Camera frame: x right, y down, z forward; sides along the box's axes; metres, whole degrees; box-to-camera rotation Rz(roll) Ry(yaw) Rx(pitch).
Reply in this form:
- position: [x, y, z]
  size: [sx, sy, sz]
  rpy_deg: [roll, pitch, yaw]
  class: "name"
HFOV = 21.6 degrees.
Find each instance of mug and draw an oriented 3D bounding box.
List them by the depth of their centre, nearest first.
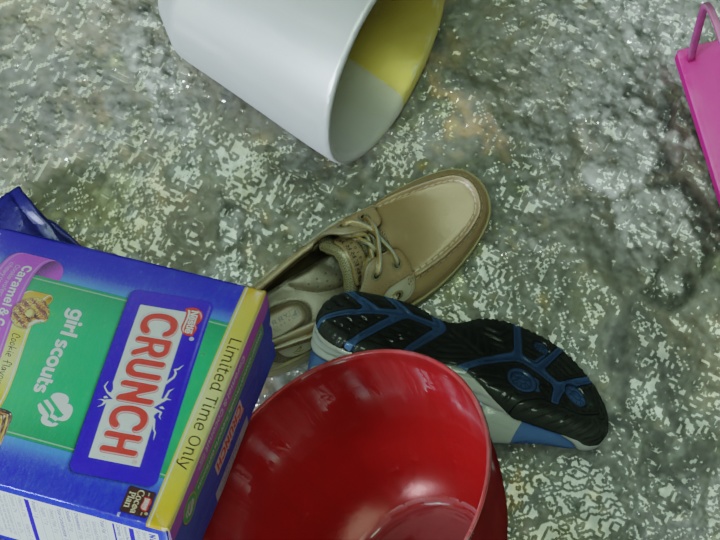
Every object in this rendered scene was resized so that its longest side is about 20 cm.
- position: [-0.038, -0.171, 1.236]
  size: [0.153, 0.187, 0.150]
  rpy_deg: [26, 112, 17]
  class: "mug"

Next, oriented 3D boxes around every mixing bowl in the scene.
- position: [0.011, 0.158, 1.113]
  size: [0.200, 0.108, 0.201]
  rpy_deg: [-20, 47, 23]
  class: "mixing bowl"

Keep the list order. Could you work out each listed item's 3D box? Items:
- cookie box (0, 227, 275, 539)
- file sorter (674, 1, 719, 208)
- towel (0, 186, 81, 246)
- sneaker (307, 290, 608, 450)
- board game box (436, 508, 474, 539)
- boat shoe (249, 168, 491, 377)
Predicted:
- position: [-0.172, 0.075, 1.121]
  size: [0.199, 0.075, 0.171]
  rpy_deg: [13, 57, 11]
  class: "cookie box"
- position: [0.319, -0.117, 1.189]
  size: [0.199, 0.125, 0.139]
  rpy_deg: [-15, 76, 0]
  class: "file sorter"
- position: [-0.247, 0.061, 1.225]
  size: [0.200, 0.050, 0.148]
  rpy_deg: [-41, 71, -6]
  class: "towel"
- position: [0.060, 0.075, 1.196]
  size: [0.199, 0.077, 0.076]
  rpy_deg: [19, 36, -6]
  class: "sneaker"
- position: [0.056, 0.271, 1.156]
  size: [0.152, 0.045, 0.200]
  rpy_deg: [39, 83, 11]
  class: "board game box"
- position: [0.000, 0.000, 1.212]
  size: [0.200, 0.065, 0.071]
  rpy_deg: [-36, 78, -5]
  class: "boat shoe"
